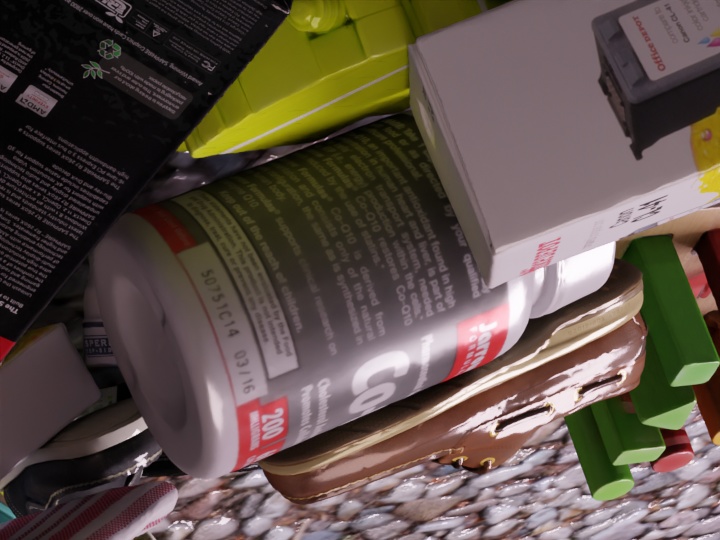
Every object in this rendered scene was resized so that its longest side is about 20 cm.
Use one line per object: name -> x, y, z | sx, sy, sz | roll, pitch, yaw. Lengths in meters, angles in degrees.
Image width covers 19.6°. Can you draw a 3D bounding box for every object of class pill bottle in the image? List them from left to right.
pill bottle -> 0.000, 0.000, 0.874 | 0.200, 0.114, 0.114 | -22, 154, -21

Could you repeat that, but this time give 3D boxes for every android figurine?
android figurine -> 0.000, -0.086, 0.802 | 0.182, 0.041, 0.200 | -24, 175, 25

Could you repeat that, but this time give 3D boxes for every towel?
towel -> -0.181, 0.143, 0.849 | 0.200, 0.030, 0.146 | -20, -172, 26

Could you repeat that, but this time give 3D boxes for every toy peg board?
toy peg board -> 0.203, 0.043, 1.157 | 0.199, 0.098, 0.200 | -6, 150, -19

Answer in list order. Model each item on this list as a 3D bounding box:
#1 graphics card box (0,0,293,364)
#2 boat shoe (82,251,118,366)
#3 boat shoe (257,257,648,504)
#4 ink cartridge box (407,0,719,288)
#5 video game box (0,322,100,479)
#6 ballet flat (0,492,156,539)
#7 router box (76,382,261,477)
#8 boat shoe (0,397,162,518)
graphics card box -> -0.124, -0.067, 0.700 | 0.125, 0.051, 0.200 | 31, 128, -16
boat shoe -> -0.059, 0.011, 0.986 | 0.073, 0.065, 0.200 | -5, 177, 25
boat shoe -> 0.049, 0.061, 0.940 | 0.200, 0.072, 0.068 | -25, 114, -21
ink cartridge box -> 0.125, -0.070, 0.762 | 0.200, 0.086, 0.148 | -22, 174, 1
video game box -> -0.236, 0.103, 0.911 | 0.182, 0.047, 0.200 | -18, -163, 47
ballet flat -> -0.169, 0.140, 1.141 | 0.200, 0.067, 0.067 | 37, 137, -16
router box -> -0.042, 0.074, 1.046 | 0.149, 0.051, 0.200 | -3, 175, -25
boat shoe -> -0.122, 0.100, 0.969 | 0.072, 0.068, 0.200 | -24, 176, -21
